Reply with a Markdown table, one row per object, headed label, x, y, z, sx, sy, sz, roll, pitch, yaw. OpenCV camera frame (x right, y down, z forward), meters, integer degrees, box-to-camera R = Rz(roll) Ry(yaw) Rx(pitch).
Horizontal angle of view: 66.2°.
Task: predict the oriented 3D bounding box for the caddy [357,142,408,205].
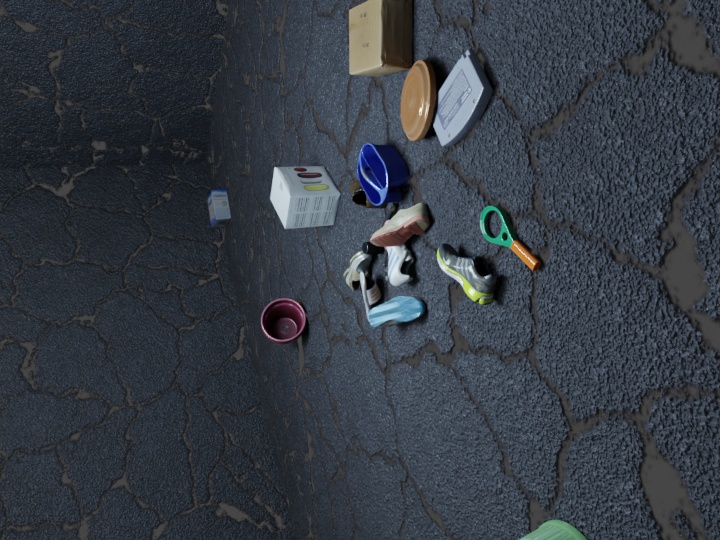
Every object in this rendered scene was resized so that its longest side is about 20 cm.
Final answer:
| label | x | y | z | sx | sy | sz | roll | pitch | yaw |
| --- | --- | --- | --- | --- | --- | --- | --- | --- | --- |
| caddy | 0.053 | -0.282 | 1.612 | 0.201 | 0.104 | 0.142 | 62 | 148 | 36 |

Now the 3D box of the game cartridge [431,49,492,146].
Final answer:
| label | x | y | z | sx | sy | sz | roll | pitch | yaw |
| --- | --- | --- | --- | --- | --- | --- | --- | --- | --- |
| game cartridge | 0.232 | -0.392 | 1.295 | 0.200 | 0.041 | 0.134 | 127 | 134 | -56 |

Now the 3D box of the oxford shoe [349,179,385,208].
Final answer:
| label | x | y | z | sx | sy | sz | roll | pitch | yaw |
| --- | --- | --- | --- | --- | --- | --- | --- | --- | --- |
| oxford shoe | 0.003 | -0.246 | 1.756 | 0.200 | 0.084 | 0.073 | -143 | 49 | -59 |

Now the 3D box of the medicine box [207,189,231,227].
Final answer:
| label | x | y | z | sx | sy | sz | roll | pitch | yaw |
| --- | --- | --- | --- | --- | --- | --- | --- | --- | --- |
| medicine box | -0.934 | -0.409 | 3.646 | 0.182 | 0.102 | 0.202 | -28 | 72 | 63 |

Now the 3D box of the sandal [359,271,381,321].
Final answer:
| label | x | y | z | sx | sy | sz | roll | pitch | yaw |
| --- | --- | --- | --- | --- | --- | --- | --- | --- | --- |
| sandal | 0.038 | 0.082 | 1.802 | 0.080 | 0.059 | 0.208 | -101 | 0 | -48 |

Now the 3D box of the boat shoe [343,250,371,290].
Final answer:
| label | x | y | z | sx | sy | sz | roll | pitch | yaw |
| --- | --- | --- | --- | --- | --- | --- | --- | --- | --- |
| boat shoe | 0.000 | 0.000 | 1.844 | 0.069 | 0.074 | 0.200 | 66 | 157 | 20 |

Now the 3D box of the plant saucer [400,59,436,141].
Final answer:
| label | x | y | z | sx | sy | sz | roll | pitch | yaw |
| --- | --- | --- | --- | --- | --- | --- | --- | --- | --- |
| plant saucer | 0.143 | -0.438 | 1.428 | 0.200 | 0.032 | 0.202 | -179 | 90 | -74 |

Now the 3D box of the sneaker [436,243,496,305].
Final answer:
| label | x | y | z | sx | sy | sz | roll | pitch | yaw |
| --- | --- | --- | --- | --- | --- | --- | --- | --- | --- |
| sneaker | 0.257 | -0.010 | 1.311 | 0.200 | 0.073 | 0.081 | 49 | 132 | 39 |

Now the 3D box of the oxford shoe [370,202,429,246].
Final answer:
| label | x | y | z | sx | sy | sz | roll | pitch | yaw |
| --- | --- | --- | --- | --- | --- | --- | --- | --- | --- |
| oxford shoe | 0.110 | -0.125 | 1.545 | 0.199 | 0.071 | 0.074 | -21 | 53 | 35 |

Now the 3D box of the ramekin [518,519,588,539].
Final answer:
| label | x | y | z | sx | sy | sz | roll | pitch | yaw |
| --- | --- | --- | --- | --- | --- | --- | --- | --- | --- |
| ramekin | 0.398 | 0.628 | 1.126 | 0.200 | 0.097 | 0.202 | 26 | 120 | 60 |

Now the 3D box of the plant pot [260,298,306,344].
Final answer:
| label | x | y | z | sx | sy | sz | roll | pitch | yaw |
| --- | --- | --- | --- | --- | --- | --- | --- | --- | --- |
| plant pot | -0.346 | 0.248 | 2.504 | 0.179 | 0.198 | 0.202 | 104 | 151 | -67 |

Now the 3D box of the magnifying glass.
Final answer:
| label | x | y | z | sx | sy | sz | roll | pitch | yaw |
| --- | --- | --- | --- | --- | --- | --- | --- | --- | --- |
| magnifying glass | 0.324 | -0.070 | 1.204 | 0.201 | 0.022 | 0.080 | -121 | 35 | -44 |

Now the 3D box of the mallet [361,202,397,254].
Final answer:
| label | x | y | z | sx | sy | sz | roll | pitch | yaw |
| --- | --- | --- | --- | --- | --- | --- | --- | --- | --- |
| mallet | 0.075 | -0.125 | 1.698 | 0.201 | 0.065 | 0.041 | -56 | 46 | 33 |

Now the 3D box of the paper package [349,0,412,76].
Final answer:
| label | x | y | z | sx | sy | sz | roll | pitch | yaw |
| --- | --- | --- | --- | --- | --- | --- | --- | --- | --- |
| paper package | 0.054 | -0.643 | 1.527 | 0.200 | 0.103 | 0.193 | -158 | 66 | -62 |

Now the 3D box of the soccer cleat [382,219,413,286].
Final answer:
| label | x | y | z | sx | sy | sz | roll | pitch | yaw |
| --- | --- | --- | --- | --- | --- | --- | --- | --- | --- |
| soccer cleat | 0.115 | -0.055 | 1.605 | 0.086 | 0.070 | 0.202 | -14 | 74 | 34 |

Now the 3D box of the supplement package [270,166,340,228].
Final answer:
| label | x | y | z | sx | sy | sz | roll | pitch | yaw |
| --- | --- | --- | --- | --- | --- | --- | --- | --- | --- |
| supplement package | -0.207 | -0.275 | 2.051 | 0.192 | 0.198 | 0.148 | 59 | 145 | 39 |

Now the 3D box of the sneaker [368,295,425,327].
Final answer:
| label | x | y | z | sx | sy | sz | roll | pitch | yaw |
| --- | --- | --- | --- | --- | --- | --- | --- | --- | --- |
| sneaker | 0.116 | 0.119 | 1.625 | 0.199 | 0.080 | 0.077 | -17 | 79 | 44 |
